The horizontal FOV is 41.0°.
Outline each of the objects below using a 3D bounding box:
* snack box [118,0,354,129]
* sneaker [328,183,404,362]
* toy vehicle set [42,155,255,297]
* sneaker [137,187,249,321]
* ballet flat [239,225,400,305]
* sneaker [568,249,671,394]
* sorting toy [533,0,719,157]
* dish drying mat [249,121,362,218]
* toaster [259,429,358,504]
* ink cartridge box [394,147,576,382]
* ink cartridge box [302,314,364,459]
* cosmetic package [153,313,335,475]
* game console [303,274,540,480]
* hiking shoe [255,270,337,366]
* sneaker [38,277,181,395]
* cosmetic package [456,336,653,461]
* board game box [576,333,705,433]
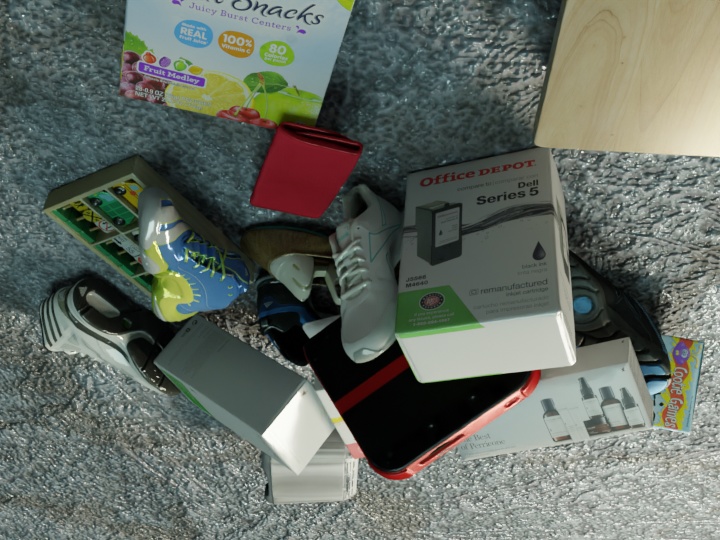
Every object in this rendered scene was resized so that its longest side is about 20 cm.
[{"bbox_3d":[-0.095,-0.209,0.754,0.168,0.068,0.200,10,142,-10],"label":"snack box"},{"bbox_3d":[0.000,0.000,0.914,0.070,0.200,0.080,-26,128,28],"label":"sneaker"},{"bbox_3d":[-0.222,-0.034,1.031,0.124,0.027,0.200,-18,138,27],"label":"toy vehicle set"},{"bbox_3d":[-0.167,-0.019,0.976,0.105,0.076,0.200,-5,151,-8],"label":"sneaker"},{"bbox_3d":[-0.032,0.003,1.022,0.200,0.072,0.068,11,143,-8],"label":"ballet flat"},{"bbox_3d":[0.237,0.041,0.979,0.073,0.082,0.200,-35,107,32],"label":"sneaker"},{"bbox_3d":[0.248,-0.185,0.748,0.199,0.070,0.200,3,142,1],"label":"sorting toy"},{"bbox_3d":[-0.054,-0.089,0.892,0.077,0.018,0.200,10,165,-10],"label":"dish drying mat"},{"bbox_3d":[-0.068,0.240,1.309,0.129,0.114,0.200,1,141,-2],"label":"toaster"},{"bbox_3d":[0.115,-0.008,0.888,0.145,0.200,0.084,-10,138,17],"label":"ink cartridge box"},{"bbox_3d":[0.017,0.126,1.071,0.116,0.068,0.200,-15,139,8],"label":"ink cartridge box"},{"bbox_3d":[-0.134,0.141,1.127,0.200,0.085,0.108,26,157,39],"label":"cosmetic package"},{"bbox_3d":[0.060,0.092,0.965,0.200,0.177,0.031,-36,154,6],"label":"game console"},{"bbox_3d":[-0.062,0.083,1.118,0.074,0.087,0.200,-18,137,27],"label":"hiking shoe"},{"bbox_3d":[-0.307,0.087,1.177,0.115,0.076,0.201,-13,132,35],"label":"sneaker"},{"bbox_3d":[0.184,0.133,0.971,0.200,0.051,0.083,-16,110,25],"label":"cosmetic package"},{"bbox_3d":[0.262,0.109,1.077,0.200,0.103,0.105,11,177,-9],"label":"board game box"}]
